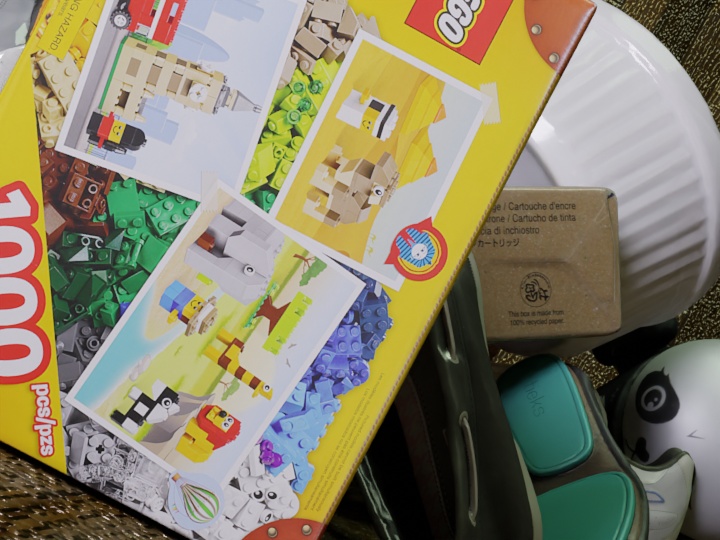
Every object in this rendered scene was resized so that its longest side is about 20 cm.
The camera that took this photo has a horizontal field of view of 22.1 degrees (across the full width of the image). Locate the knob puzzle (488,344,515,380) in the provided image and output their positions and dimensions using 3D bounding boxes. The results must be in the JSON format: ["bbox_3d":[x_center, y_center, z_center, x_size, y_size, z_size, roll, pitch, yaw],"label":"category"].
[{"bbox_3d":[0.021,0.049,1.051,0.218,0.031,0.220,3,-5,0],"label":"knob puzzle"}]

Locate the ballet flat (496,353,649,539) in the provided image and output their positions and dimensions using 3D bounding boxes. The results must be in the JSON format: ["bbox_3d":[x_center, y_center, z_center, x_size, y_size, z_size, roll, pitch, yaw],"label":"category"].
[{"bbox_3d":[0.099,0.110,0.819,0.200,0.068,0.069,-86,151,-62],"label":"ballet flat"}]

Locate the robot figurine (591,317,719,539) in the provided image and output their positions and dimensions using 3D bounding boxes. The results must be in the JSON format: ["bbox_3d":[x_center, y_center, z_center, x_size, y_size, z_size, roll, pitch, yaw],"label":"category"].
[{"bbox_3d":[0.185,0.115,1.103,0.150,0.125,0.200,38,-25,-4],"label":"robot figurine"}]

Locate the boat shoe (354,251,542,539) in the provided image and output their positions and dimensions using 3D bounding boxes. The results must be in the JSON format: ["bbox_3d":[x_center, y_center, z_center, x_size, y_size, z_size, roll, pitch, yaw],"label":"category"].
[{"bbox_3d":[0.015,0.032,0.721,0.057,0.067,0.201,9,56,-56],"label":"boat shoe"}]

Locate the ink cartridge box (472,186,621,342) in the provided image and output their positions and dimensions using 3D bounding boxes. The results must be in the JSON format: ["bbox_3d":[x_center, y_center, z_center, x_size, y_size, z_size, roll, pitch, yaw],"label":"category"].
[{"bbox_3d":[0.000,0.000,0.891,0.199,0.076,0.164,-2,0,-36],"label":"ink cartridge box"}]

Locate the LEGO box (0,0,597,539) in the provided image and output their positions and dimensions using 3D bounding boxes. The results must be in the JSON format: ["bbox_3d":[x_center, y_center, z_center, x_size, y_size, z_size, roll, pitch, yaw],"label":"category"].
[{"bbox_3d":[-0.041,-0.027,0.582,0.148,0.201,0.077,27,0,-5],"label":"LEGO box"}]

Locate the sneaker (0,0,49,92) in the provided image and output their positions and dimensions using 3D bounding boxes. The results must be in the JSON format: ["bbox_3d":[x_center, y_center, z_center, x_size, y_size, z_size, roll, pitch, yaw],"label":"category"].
[{"bbox_3d":[-0.157,-0.080,0.702,0.077,0.079,0.200,15,5,-20],"label":"sneaker"}]

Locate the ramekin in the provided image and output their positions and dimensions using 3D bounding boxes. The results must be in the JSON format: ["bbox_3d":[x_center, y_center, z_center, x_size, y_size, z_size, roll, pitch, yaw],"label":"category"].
[{"bbox_3d":[0.096,-0.044,1.003,0.202,0.094,0.203,35,-39,35],"label":"ramekin"}]

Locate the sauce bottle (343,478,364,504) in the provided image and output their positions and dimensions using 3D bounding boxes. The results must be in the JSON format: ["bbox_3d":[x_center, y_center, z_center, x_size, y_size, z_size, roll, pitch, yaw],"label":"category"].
[{"bbox_3d":[0.026,0.083,0.866,0.066,0.066,0.200,29,0,25],"label":"sauce bottle"}]

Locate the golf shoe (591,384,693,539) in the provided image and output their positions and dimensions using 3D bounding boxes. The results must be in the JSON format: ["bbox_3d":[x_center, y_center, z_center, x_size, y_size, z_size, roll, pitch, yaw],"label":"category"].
[{"bbox_3d":[0.087,0.096,1.000,0.199,0.098,0.078,27,3,-5],"label":"golf shoe"}]
